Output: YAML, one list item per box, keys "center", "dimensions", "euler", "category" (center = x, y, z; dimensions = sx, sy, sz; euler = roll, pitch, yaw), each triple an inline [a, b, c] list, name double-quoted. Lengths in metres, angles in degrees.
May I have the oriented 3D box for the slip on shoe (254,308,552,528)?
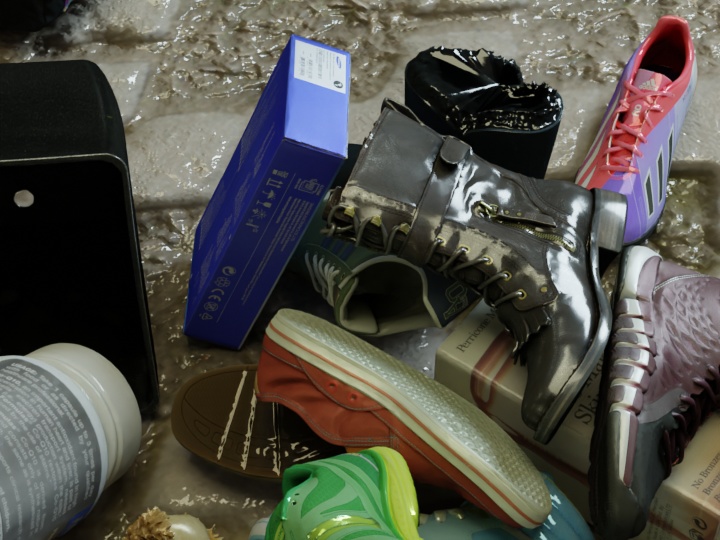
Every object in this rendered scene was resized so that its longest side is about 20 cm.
- center: [0.022, 0.094, 0.956]
  dimensions: [0.200, 0.061, 0.074]
  euler: [30, 13, 20]
  category: "slip on shoe"

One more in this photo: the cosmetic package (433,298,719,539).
- center: [0.153, 0.090, 1.019]
  dimensions: [0.200, 0.087, 0.103]
  euler: [28, 56, 24]
  category: "cosmetic package"

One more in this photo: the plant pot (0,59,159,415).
- center: [-0.235, -0.034, 1.078]
  dimensions: [0.199, 0.200, 0.178]
  euler: [-3, 38, -1]
  category: "plant pot"

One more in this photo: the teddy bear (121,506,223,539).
- center: [-0.160, 0.204, 0.936]
  dimensions: [0.200, 0.067, 0.145]
  euler: [-33, 40, -22]
  category: "teddy bear"

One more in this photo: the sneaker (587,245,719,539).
- center: [0.193, 0.069, 0.932]
  dimensions: [0.115, 0.076, 0.200]
  euler: [10, 49, 5]
  category: "sneaker"

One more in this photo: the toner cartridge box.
- center: [-0.062, -0.046, 1.069]
  dimensions: [0.043, 0.200, 0.095]
  euler: [17, 47, -15]
  category: "toner cartridge box"

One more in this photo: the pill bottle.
- center: [-0.216, 0.115, 0.946]
  dimensions: [0.113, 0.114, 0.200]
  euler: [21, 23, 19]
  category: "pill bottle"

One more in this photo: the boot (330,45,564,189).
- center: [0.039, -0.086, 1.121]
  dimensions: [0.200, 0.168, 0.076]
  euler: [20, 53, 19]
  category: "boot"

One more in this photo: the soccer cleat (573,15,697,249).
- center: [0.198, -0.100, 1.191]
  dimensions: [0.068, 0.073, 0.200]
  euler: [15, 51, 14]
  category: "soccer cleat"

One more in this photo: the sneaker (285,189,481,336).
- center: [0.000, 0.000, 1.074]
  dimensions: [0.200, 0.067, 0.090]
  euler: [2, 42, 41]
  category: "sneaker"

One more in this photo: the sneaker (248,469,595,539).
- center: [0.044, 0.158, 0.972]
  dimensions: [0.199, 0.080, 0.131]
  euler: [23, 55, 8]
  category: "sneaker"

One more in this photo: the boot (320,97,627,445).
- center: [0.059, -0.003, 0.971]
  dimensions: [0.174, 0.069, 0.200]
  euler: [18, 50, -2]
  category: "boot"

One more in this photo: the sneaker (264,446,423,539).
- center: [-0.006, 0.153, 0.839]
  dimensions: [0.083, 0.074, 0.200]
  euler: [-2, 17, -6]
  category: "sneaker"

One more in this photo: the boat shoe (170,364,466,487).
- center: [-0.019, 0.103, 1.030]
  dimensions: [0.199, 0.065, 0.072]
  euler: [3, 69, 15]
  category: "boat shoe"

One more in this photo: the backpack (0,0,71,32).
- center: [-0.265, -0.288, 1.333]
  dimensions: [0.167, 0.127, 0.200]
  euler: [25, 53, 7]
  category: "backpack"
